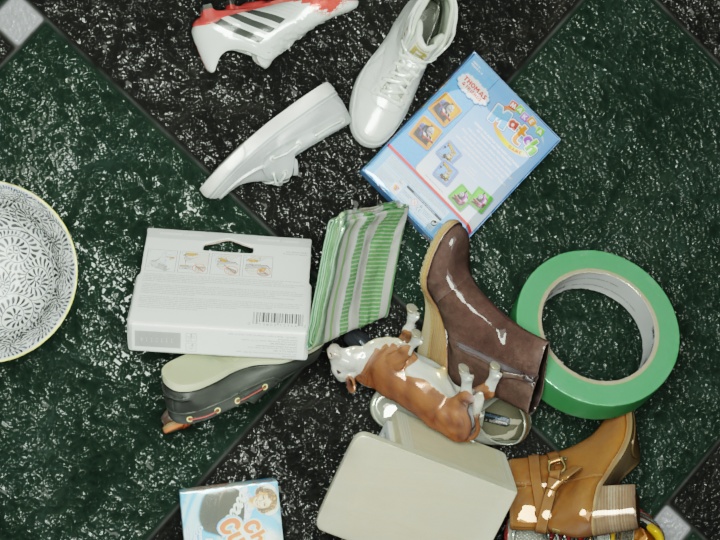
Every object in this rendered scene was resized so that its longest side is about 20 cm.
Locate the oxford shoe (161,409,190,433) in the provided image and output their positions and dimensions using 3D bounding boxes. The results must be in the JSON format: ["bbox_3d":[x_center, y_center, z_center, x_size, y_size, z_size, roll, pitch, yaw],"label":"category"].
[{"bbox_3d":[-0.161,0.111,1.659,0.200,0.071,0.073,-39,91,-19],"label":"oxford shoe"}]

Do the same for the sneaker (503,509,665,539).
[{"bbox_3d":[0.269,0.312,1.711,0.199,0.082,0.078,-1,89,-8],"label":"sneaker"}]

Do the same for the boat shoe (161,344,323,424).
[{"bbox_3d":[-0.129,0.112,1.600,0.201,0.074,0.063,-20,127,-29],"label":"boat shoe"}]

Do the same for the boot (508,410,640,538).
[{"bbox_3d":[0.253,0.226,1.705,0.154,0.074,0.201,-5,44,16],"label":"boot"}]

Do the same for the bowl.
[{"bbox_3d":[-0.416,0.002,1.603,0.199,0.094,0.202,0,89,-9],"label":"bowl"}]

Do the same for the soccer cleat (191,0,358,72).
[{"bbox_3d":[-0.098,-0.283,1.683,0.199,0.069,0.086,-11,99,-6],"label":"soccer cleat"}]

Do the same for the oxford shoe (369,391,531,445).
[{"bbox_3d":[0.111,0.169,1.703,0.199,0.058,0.076,10,90,-6],"label":"oxford shoe"}]

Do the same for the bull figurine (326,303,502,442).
[{"bbox_3d":[0.061,0.117,1.632,0.199,0.065,0.122,32,126,-1],"label":"bull figurine"}]

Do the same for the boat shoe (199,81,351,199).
[{"bbox_3d":[-0.096,-0.138,1.679,0.200,0.072,0.069,-40,95,-17],"label":"boat shoe"}]

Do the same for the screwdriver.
[{"bbox_3d":[0.055,0.138,1.681,0.200,0.028,0.029,44,51,15],"label":"screwdriver"}]

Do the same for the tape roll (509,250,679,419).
[{"bbox_3d":[0.276,0.074,1.699,0.199,0.048,0.202,4,64,-7],"label":"tape roll"}]

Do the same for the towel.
[{"bbox_3d":[0.000,0.000,1.616,0.023,0.200,0.153,16,103,20],"label":"towel"}]

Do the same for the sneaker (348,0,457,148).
[{"bbox_3d":[0.049,-0.242,1.677,0.073,0.116,0.201,25,86,-9],"label":"sneaker"}]

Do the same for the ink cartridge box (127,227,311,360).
[{"bbox_3d":[-0.155,0.026,1.627,0.199,0.177,0.045,4,126,-3],"label":"ink cartridge box"}]

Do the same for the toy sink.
[{"bbox_3d":[0.059,0.250,1.648,0.199,0.112,0.131,21,107,-11],"label":"toy sink"}]

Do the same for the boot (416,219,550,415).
[{"bbox_3d":[0.149,0.053,1.651,0.166,0.072,0.201,20,116,31],"label":"boot"}]

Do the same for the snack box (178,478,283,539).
[{"bbox_3d":[-0.145,0.349,1.665,0.115,0.037,0.201,-6,89,-10],"label":"snack box"}]

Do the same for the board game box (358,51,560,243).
[{"bbox_3d":[0.120,-0.138,1.724,0.151,0.037,0.200,44,84,-5],"label":"board game box"}]
